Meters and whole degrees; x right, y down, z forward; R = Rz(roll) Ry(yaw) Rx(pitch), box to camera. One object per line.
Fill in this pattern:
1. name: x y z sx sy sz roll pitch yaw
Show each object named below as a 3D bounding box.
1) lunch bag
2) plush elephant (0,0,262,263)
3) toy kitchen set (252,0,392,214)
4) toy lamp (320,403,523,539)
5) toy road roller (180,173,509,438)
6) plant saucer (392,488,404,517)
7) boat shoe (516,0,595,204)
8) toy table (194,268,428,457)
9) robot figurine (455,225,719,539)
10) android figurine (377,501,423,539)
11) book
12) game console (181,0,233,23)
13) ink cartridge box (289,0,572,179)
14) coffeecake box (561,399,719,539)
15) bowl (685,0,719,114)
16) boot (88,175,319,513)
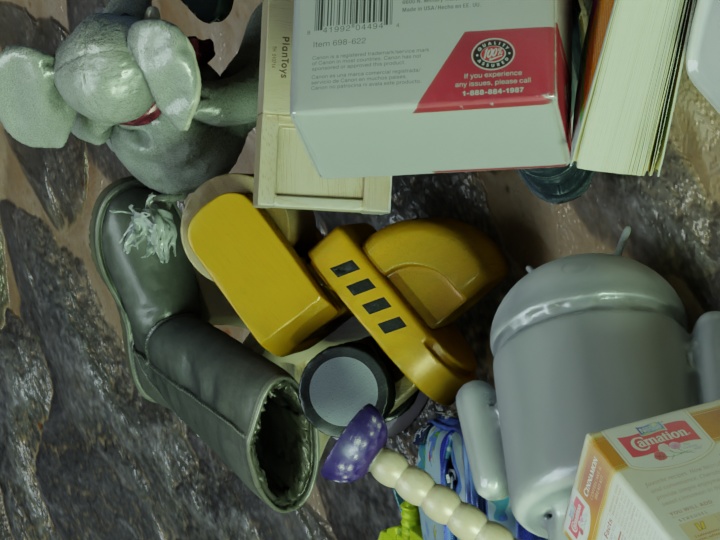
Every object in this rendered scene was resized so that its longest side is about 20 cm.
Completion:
1. lunch bag: 0.086 0.182 1.707 0.161 0.082 0.200 -175 81 -81
2. plush elephant: -0.141 -0.127 1.789 0.155 0.165 0.200 63 -149 -49
3. toy kitchen set: 0.015 -0.133 1.729 0.180 0.163 0.200 176 98 -83
4. toy lamp: 0.073 0.151 1.602 0.200 0.058 0.058 33 140 9
5. toy road roller: 0.000 0.000 1.739 0.200 0.146 0.123 51 -170 6
6. plant saucer: 0.072 0.228 1.879 0.070 0.019 0.200 -41 66 60
7. boat shoe: 0.095 -0.139 1.617 0.091 0.071 0.200 60 -157 -64
8. toy table: -0.038 0.059 1.908 0.184 0.117 0.200 62 151 27
9. robot figurine: 0.133 0.075 1.562 0.113 0.170 0.200 43 -143 -57
10. android figurine: 0.051 0.249 1.870 0.182 0.041 0.200 36 134 53
11. book: 0.149 -0.169 1.474 0.134 0.048 0.200 -87 5 -52
12. game console: -0.160 -0.262 1.694 0.200 0.116 0.176 48 138 34
13. ink cartridge box: 0.043 -0.159 1.540 0.083 0.145 0.200 64 -154 -63
14. coffeecake box: 0.221 0.154 1.410 0.200 0.153 0.073 52 144 40
15. bowl: 0.233 -0.120 1.356 0.200 0.075 0.200 51 142 39
16. boot: -0.102 0.045 1.815 0.200 0.073 0.182 40 150 61
